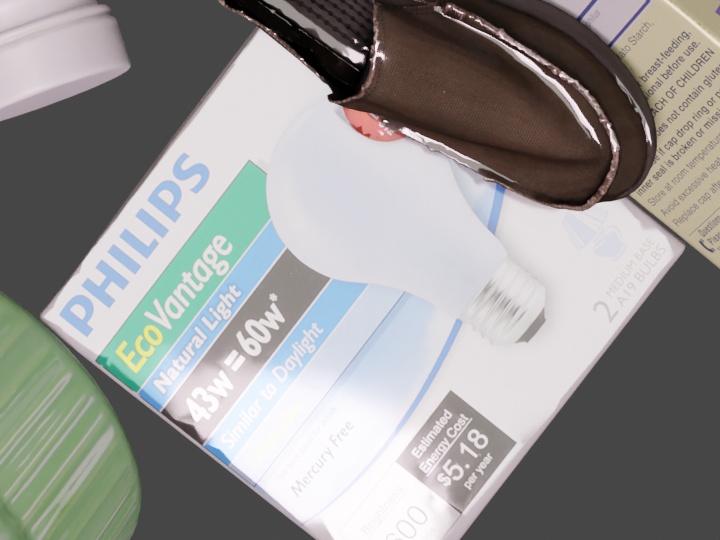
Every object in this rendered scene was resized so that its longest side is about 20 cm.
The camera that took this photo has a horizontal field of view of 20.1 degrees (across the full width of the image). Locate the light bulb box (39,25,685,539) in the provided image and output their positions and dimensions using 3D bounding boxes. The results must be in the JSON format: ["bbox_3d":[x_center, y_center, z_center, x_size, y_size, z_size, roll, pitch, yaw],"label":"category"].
[{"bbox_3d":[0.000,0.000,0.893,0.199,0.125,0.199,37,92,-2],"label":"light bulb box"}]

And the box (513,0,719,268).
[{"bbox_3d":[0.142,-0.127,0.848,0.200,0.097,0.176,39,51,-3],"label":"box"}]

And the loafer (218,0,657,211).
[{"bbox_3d":[0.019,-0.078,0.782,0.199,0.071,0.073,31,131,6],"label":"loafer"}]

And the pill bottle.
[{"bbox_3d":[-0.172,-0.170,0.892,0.110,0.111,0.202,-20,93,2],"label":"pill bottle"}]

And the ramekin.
[{"bbox_3d":[-0.189,0.087,0.867,0.200,0.200,0.098,40,52,-1],"label":"ramekin"}]
